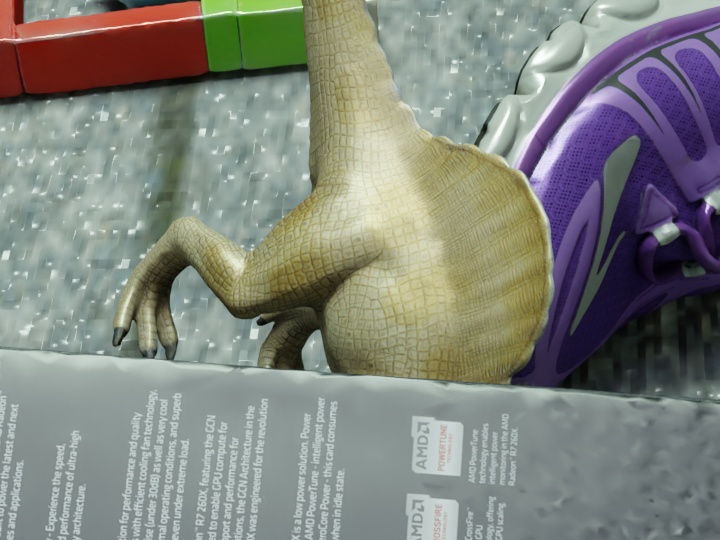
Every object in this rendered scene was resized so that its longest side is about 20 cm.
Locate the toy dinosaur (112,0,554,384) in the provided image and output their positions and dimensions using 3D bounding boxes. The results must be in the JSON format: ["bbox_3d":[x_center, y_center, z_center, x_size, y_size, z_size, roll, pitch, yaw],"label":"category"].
[{"bbox_3d":[0.000,0.000,0.612,0.058,0.101,0.201,7,60,-47],"label":"toy dinosaur"}]

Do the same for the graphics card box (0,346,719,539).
[{"bbox_3d":[-0.008,0.082,0.510,0.199,0.051,0.126,3,65,2],"label":"graphics card box"}]

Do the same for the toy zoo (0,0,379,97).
[{"bbox_3d":[-0.099,-0.095,0.810,0.199,0.021,0.131,-7,39,-2],"label":"toy zoo"}]

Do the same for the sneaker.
[{"bbox_3d":[0.095,-0.028,0.668,0.083,0.081,0.200,36,55,28],"label":"sneaker"}]
